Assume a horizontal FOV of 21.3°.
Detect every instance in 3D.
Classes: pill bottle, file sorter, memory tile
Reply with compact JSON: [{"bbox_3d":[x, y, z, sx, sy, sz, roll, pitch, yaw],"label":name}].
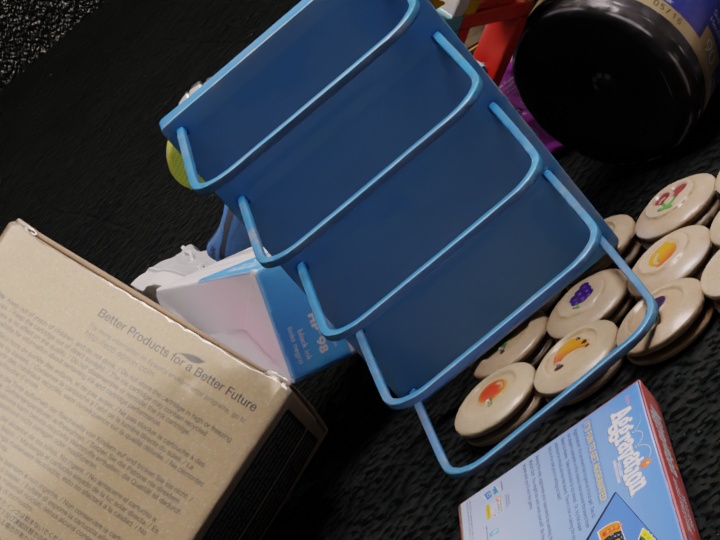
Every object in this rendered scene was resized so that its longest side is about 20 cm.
[{"bbox_3d":[0.173,-0.163,1.099,0.112,0.112,0.200,-21,27,46],"label":"pill bottle"},{"bbox_3d":[0.026,-0.025,0.894,0.139,0.200,0.123,-39,21,5],"label":"file sorter"},{"bbox_3d":[0.133,0.006,0.946,0.200,0.017,0.154,-30,21,29],"label":"memory tile"}]

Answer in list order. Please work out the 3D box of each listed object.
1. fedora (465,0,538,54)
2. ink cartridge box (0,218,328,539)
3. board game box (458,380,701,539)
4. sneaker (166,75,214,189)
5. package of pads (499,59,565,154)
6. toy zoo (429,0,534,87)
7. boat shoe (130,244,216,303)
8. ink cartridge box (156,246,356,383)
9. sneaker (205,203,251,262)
[{"bbox_3d":[0.060,-0.198,1.208,0.200,0.082,0.201,-32,22,14],"label":"fedora"},{"bbox_3d":[-0.143,0.093,0.994,0.199,0.075,0.165,29,78,27],"label":"ink cartridge box"},{"bbox_3d":[0.088,0.123,0.763,0.103,0.019,0.200,-38,18,15],"label":"board game box"},{"bbox_3d":[-0.054,-0.067,1.140,0.199,0.078,0.091,-13,60,48],"label":"sneaker"},{"bbox_3d":[0.106,-0.139,1.237,0.120,0.076,0.200,-30,22,30],"label":"package of pads"},{"bbox_3d":[0.045,-0.130,0.988,0.131,0.020,0.201,-20,-41,-49],"label":"toy zoo"},{"bbox_3d":[-0.105,0.013,1.338,0.069,0.072,0.200,-45,9,-11],"label":"boat shoe"},{"bbox_3d":[0.000,0.000,1.084,0.199,0.067,0.116,-25,8,-33],"label":"ink cartridge box"},{"bbox_3d":[-0.054,-0.093,1.271,0.078,0.066,0.201,15,88,28],"label":"sneaker"}]
